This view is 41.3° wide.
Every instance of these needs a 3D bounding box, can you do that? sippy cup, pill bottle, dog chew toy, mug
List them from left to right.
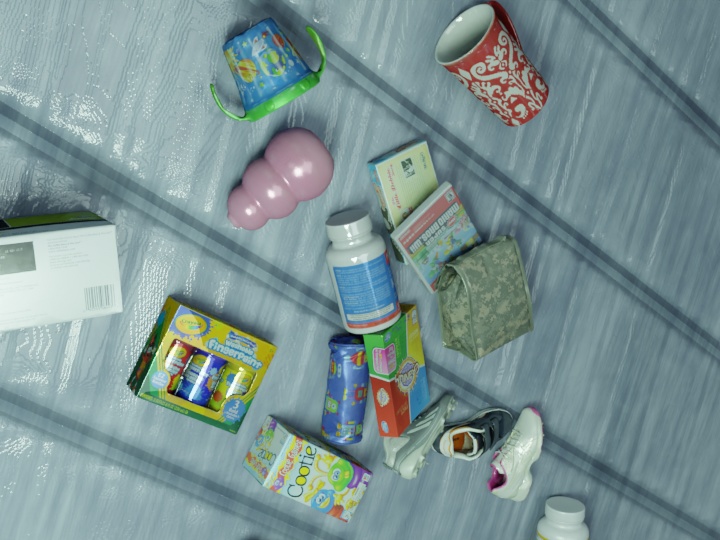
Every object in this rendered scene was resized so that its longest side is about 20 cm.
[{"bbox_3d":[-0.153,-0.330,1.546,0.178,0.139,0.131,-43,108,-41],"label":"sippy cup"},{"bbox_3d":[-0.140,-0.145,1.595,0.199,0.124,0.125,-40,116,-6],"label":"dog chew toy"},{"bbox_3d":[0.000,0.000,1.700,0.111,0.112,0.203,-22,111,-22],"label":"pill bottle"},{"bbox_3d":[0.260,-0.384,1.748,0.199,0.133,0.179,39,84,-32],"label":"mug"},{"bbox_3d":[0.433,0.598,2.056,0.111,0.112,0.203,-3,102,-27],"label":"pill bottle"}]

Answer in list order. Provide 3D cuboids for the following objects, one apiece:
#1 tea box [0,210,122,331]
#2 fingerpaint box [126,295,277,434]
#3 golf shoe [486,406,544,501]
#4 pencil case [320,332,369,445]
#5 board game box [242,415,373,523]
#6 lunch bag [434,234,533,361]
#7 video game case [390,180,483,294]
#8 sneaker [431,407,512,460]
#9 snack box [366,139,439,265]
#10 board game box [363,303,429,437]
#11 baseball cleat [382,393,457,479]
[{"bbox_3d":[-0.471,-0.005,1.401,0.197,0.196,0.136,-8,104,-25],"label":"tea box"},{"bbox_3d":[-0.265,0.162,1.616,0.199,0.073,0.169,28,87,-30],"label":"fingerpaint box"},{"bbox_3d":[0.320,0.379,1.974,0.090,0.075,0.203,10,95,-25],"label":"golf shoe"},{"bbox_3d":[-0.029,0.215,1.750,0.078,0.086,0.203,-9,108,-50],"label":"pencil case"},{"bbox_3d":[-0.094,0.360,1.731,0.199,0.105,0.104,31,85,-30],"label":"board game box"},{"bbox_3d":[0.233,0.043,1.822,0.163,0.117,0.203,-24,117,-30],"label":"lunch bag"},{"bbox_3d":[0.145,-0.057,1.765,0.143,0.017,0.200,-44,140,-5],"label":"video game case"},{"bbox_3d":[0.237,0.333,1.917,0.197,0.079,0.080,-12,105,-27],"label":"sneaker"},{"bbox_3d":[0.094,-0.126,1.765,0.115,0.037,0.202,-27,112,-22],"label":"snack box"},{"bbox_3d":[0.070,0.184,1.773,0.153,0.040,0.203,-37,122,-56],"label":"board game box"},{"bbox_3d":[0.108,0.303,1.846,0.201,0.105,0.070,-54,161,-36],"label":"baseball cleat"}]
